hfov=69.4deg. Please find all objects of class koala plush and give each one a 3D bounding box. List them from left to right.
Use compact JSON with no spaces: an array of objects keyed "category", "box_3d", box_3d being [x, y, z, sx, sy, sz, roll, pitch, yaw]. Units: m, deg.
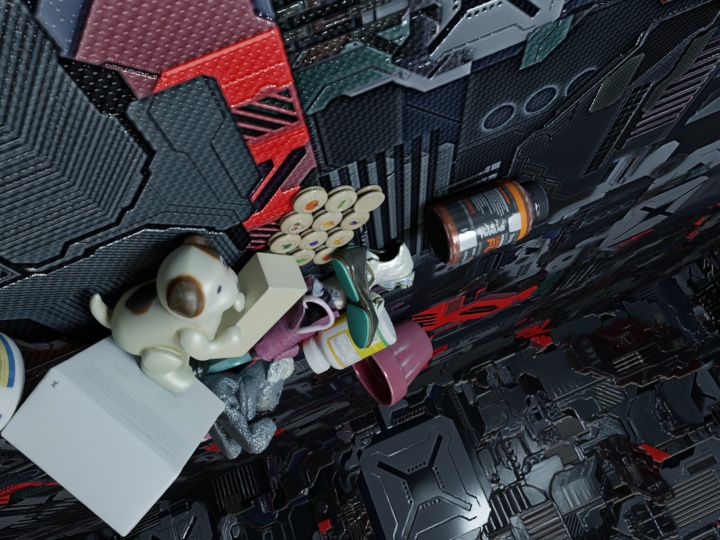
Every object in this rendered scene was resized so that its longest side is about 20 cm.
[{"category":"koala plush","box_3d":[-0.235,0.259,1.111,0.176,0.185,0.200,-27,-170,47]}]

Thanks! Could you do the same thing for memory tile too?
[{"category":"memory tile","box_3d":[-0.062,-0.060,0.784,0.151,0.017,0.200,-8,153,-37]}]

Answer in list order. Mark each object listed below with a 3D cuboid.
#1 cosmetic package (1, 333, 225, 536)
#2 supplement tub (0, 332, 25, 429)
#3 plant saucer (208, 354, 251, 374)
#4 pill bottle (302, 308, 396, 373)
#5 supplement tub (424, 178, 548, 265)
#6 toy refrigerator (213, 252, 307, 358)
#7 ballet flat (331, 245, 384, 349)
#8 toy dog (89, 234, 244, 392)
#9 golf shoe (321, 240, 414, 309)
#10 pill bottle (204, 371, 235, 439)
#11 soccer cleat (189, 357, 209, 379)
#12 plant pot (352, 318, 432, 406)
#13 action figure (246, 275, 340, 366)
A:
[{"category":"cosmetic package","box_3d":[-0.323,0.206,0.721,0.123,0.199,0.200,-47,-176,8]},{"category":"supplement tub","box_3d":[-0.496,0.118,0.562,0.142,0.147,0.200,-25,158,4]},{"category":"plant saucer","box_3d":[-0.234,0.158,1.042,0.196,0.037,0.200,-21,170,-4]},{"category":"pill bottle","box_3d":[-0.027,0.153,1.177,0.197,0.114,0.113,-28,158,8]},{"category":"supplement tub","box_3d":[0.216,-0.089,0.883,0.196,0.108,0.107,-20,158,-10]},{"category":"toy refrigerator","box_3d":[-0.176,0.057,0.815,0.075,0.071,0.200,4,141,-47]},{"category":"ballet flat","box_3d":[0.006,0.046,0.894,0.068,0.068,0.203,-32,130,-27]},{"category":"toy dog","box_3d":[-0.242,0.039,0.702,0.193,0.141,0.199,35,130,-22]},{"category":"golf shoe","box_3d":[0.000,0.000,0.945,0.196,0.079,0.098,-20,133,-8]},{"category":"pill bottle","box_3d":[-0.355,0.333,1.245,0.112,0.115,0.200,-3,150,-42]},{"category":"soccer cleat","box_3d":[-0.351,0.159,0.880,0.196,0.069,0.081,6,152,-28]},{"category":"plant pot","box_3d":[0.090,0.230,1.401,0.177,0.201,0.201,-32,163,-24]},{"category":"action figure","box_3d":[-0.119,0.106,0.880,0.199,0.149,0.134,-40,116,7]}]
